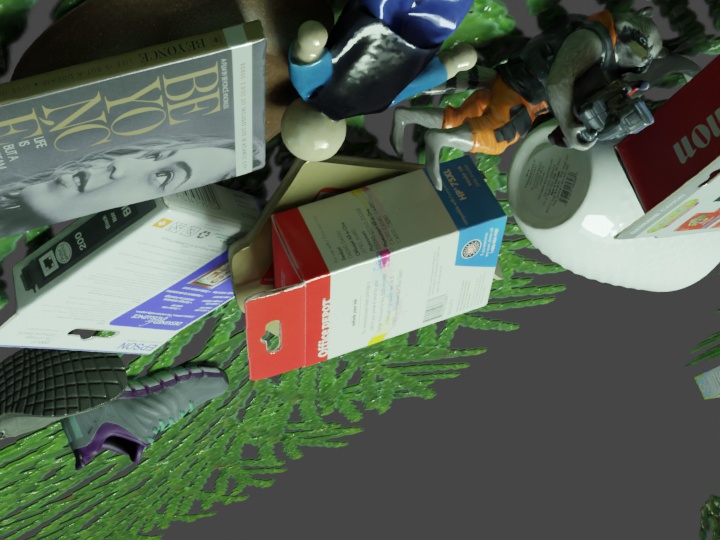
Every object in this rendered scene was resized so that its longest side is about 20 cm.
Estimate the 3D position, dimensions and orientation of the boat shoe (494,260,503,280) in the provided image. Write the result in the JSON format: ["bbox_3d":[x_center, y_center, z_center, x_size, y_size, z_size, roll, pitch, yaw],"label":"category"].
[{"bbox_3d":[0.073,-0.028,1.013,0.063,0.074,0.201,-29,155,19],"label":"boat shoe"}]

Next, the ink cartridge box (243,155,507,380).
[{"bbox_3d":[0.000,0.000,0.831,0.199,0.067,0.117,-17,147,-15],"label":"ink cartridge box"}]

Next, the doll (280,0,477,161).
[{"bbox_3d":[0.020,-0.134,0.625,0.136,0.049,0.200,1,139,-48],"label":"doll"}]

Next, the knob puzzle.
[{"bbox_3d":[-0.020,-0.019,0.883,0.218,0.031,0.220,-20,148,-13],"label":"knob puzzle"}]

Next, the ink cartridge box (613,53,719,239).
[{"bbox_3d":[0.279,-0.106,0.778,0.175,0.084,0.200,-8,157,-31],"label":"ink cartridge box"}]

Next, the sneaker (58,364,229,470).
[{"bbox_3d":[-0.222,0.157,1.181,0.199,0.088,0.074,-7,157,-37],"label":"sneaker"}]

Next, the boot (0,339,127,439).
[{"bbox_3d":[-0.302,0.118,1.039,0.199,0.068,0.131,-14,166,0],"label":"boot"}]

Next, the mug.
[{"bbox_3d":[0.223,-0.086,0.939,0.175,0.148,0.201,9,116,-42],"label":"mug"}]

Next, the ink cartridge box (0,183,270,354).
[{"bbox_3d":[-0.164,0.001,0.872,0.199,0.044,0.198,-32,160,22],"label":"ink cartridge box"}]

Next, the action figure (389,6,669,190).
[{"bbox_3d":[0.121,-0.124,0.753,0.192,0.105,0.200,-25,-173,-4],"label":"action figure"}]

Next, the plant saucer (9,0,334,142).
[{"bbox_3d":[-0.103,-0.103,0.661,0.199,0.037,0.201,-19,163,-6],"label":"plant saucer"}]

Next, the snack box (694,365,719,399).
[{"bbox_3d":[0.959,0.251,2.801,0.200,0.068,0.168,-34,159,30],"label":"snack box"}]

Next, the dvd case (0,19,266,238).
[{"bbox_3d":[-0.148,-0.069,0.624,0.199,0.016,0.149,-17,161,-12],"label":"dvd case"}]
